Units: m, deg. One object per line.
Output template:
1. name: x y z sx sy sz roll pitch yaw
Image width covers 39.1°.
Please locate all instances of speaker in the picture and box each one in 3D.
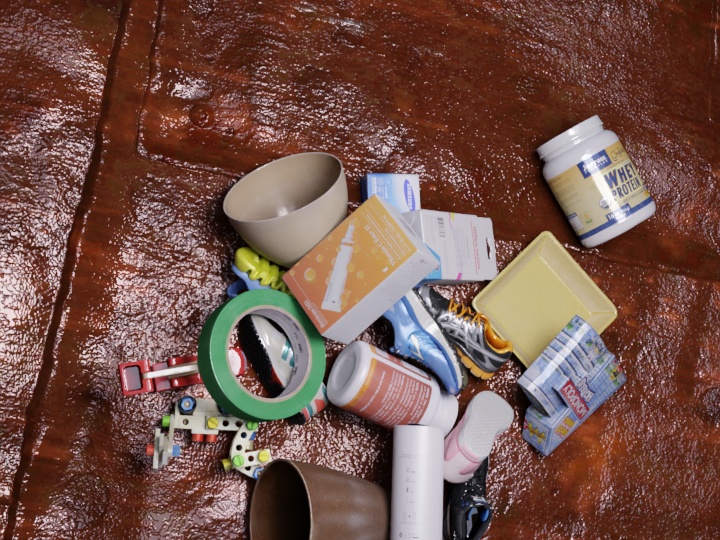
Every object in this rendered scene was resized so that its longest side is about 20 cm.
1. speaker: 0.087 0.336 1.554 0.081 0.081 0.200 4 79 -13

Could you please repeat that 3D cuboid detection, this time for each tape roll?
1. tape roll: -0.150 0.130 1.555 0.200 0.048 0.201 9 73 -32

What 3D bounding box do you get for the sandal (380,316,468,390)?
1. sandal: 0.101 0.129 1.699 0.200 0.055 0.082 39 33 -7

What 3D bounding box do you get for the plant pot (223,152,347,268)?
1. plant pot: -0.103 -0.082 1.636 0.200 0.200 0.135 -32 124 -17

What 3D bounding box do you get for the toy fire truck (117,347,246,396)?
1. toy fire truck: -0.269 0.154 1.562 0.200 0.141 0.049 -9 83 -15

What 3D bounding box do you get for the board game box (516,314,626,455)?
1. board game box: 0.342 0.204 1.705 0.200 0.200 0.062 -49 52 -6

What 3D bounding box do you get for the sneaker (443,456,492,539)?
1. sneaker: 0.188 0.354 1.660 0.073 0.112 0.200 13 78 -13

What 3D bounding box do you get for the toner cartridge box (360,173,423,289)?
1. toner cartridge box: 0.054 -0.063 1.730 0.095 0.043 0.200 0 81 -17

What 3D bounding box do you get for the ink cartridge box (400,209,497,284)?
1. ink cartridge box: 0.144 -0.035 1.709 0.200 0.068 0.115 3 80 -48

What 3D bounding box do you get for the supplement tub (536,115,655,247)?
1. supplement tub: 0.410 -0.157 1.783 0.144 0.144 0.200 -29 89 -17

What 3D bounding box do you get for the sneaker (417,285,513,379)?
1. sneaker: 0.173 0.092 1.702 0.200 0.077 0.078 43 32 -13

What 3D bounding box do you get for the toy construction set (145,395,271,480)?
1. toy construction set: -0.238 0.262 1.586 0.200 0.092 0.131 7 80 -24

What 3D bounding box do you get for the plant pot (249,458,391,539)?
1. plant pot: -0.041 0.387 1.574 0.200 0.187 0.187 7 79 -33

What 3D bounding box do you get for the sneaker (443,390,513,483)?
1. sneaker: 0.177 0.272 1.644 0.075 0.105 0.200 40 29 5

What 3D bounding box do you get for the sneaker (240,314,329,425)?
1. sneaker: -0.115 0.147 1.650 0.093 0.070 0.200 -29 87 -34

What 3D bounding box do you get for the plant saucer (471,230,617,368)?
1. plant saucer: 0.316 0.068 1.773 0.200 0.048 0.200 -42 92 -16

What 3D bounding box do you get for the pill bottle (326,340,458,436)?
1. pill bottle: 0.055 0.202 1.643 0.200 0.112 0.112 28 75 -22

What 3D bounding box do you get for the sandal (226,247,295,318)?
1. sandal: -0.138 0.047 1.657 0.200 0.080 0.087 36 110 -13

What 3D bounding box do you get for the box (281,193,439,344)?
1. box: 0.000 0.000 1.578 0.200 0.097 0.124 -42 64 11

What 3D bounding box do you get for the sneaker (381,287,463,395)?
1. sneaker: 0.096 0.118 1.629 0.089 0.079 0.200 -34 91 9
